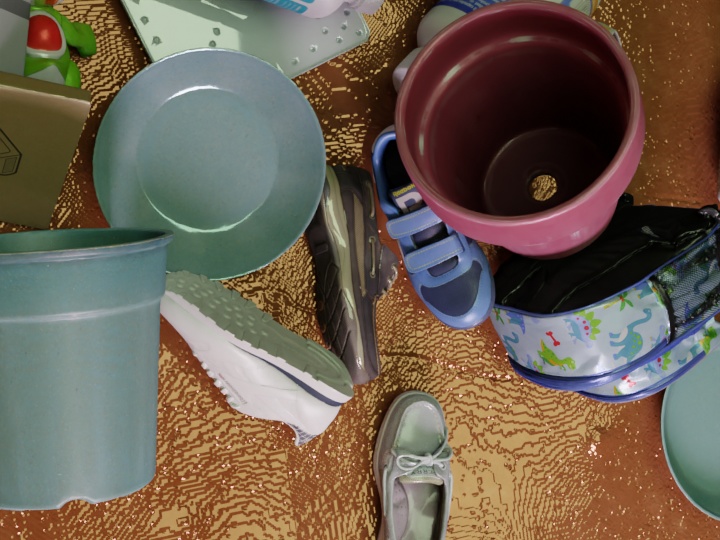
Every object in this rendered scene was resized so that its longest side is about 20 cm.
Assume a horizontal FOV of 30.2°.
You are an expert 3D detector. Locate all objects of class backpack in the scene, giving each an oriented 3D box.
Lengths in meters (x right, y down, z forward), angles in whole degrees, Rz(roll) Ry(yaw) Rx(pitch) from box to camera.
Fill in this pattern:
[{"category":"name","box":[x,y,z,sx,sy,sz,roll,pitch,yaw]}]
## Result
[{"category":"backpack","box":[0.227,0.035,1.225,0.199,0.183,0.148,-28,110,-22]}]

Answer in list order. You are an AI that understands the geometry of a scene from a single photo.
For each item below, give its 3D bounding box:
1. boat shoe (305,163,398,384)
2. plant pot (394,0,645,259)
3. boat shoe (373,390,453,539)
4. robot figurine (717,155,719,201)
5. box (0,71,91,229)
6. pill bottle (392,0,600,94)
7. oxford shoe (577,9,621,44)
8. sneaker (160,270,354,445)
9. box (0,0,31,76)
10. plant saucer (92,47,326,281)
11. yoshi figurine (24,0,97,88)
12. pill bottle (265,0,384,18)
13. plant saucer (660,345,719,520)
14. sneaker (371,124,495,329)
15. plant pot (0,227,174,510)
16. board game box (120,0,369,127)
[{"category":"boat shoe","box":[0.000,0.000,1.196,0.073,0.074,0.202,-10,92,-22]},{"category":"plant pot","box":[0.146,-0.099,1.129,0.198,0.179,0.202,-6,69,16]},{"category":"boat shoe","box":[0.051,0.212,1.210,0.074,0.065,0.204,10,84,-21]},{"category":"robot figurine","box":[0.422,-0.128,1.348,0.169,0.112,0.202,13,81,-59]},{"category":"box","box":[-0.324,-0.103,1.032,0.198,0.164,0.021,11,53,-21]},{"category":"pill bottle","box":[0.123,-0.221,1.235,0.200,0.112,0.112,-46,103,-17]},{"category":"oxford shoe","box":[0.232,-0.170,1.258,0.075,0.058,0.200,-54,144,-8]},{"category":"sneaker","box":[-0.103,0.078,1.150,0.199,0.077,0.081,36,114,-13]},{"category":"box","box":[-0.327,-0.249,1.046,0.041,0.155,0.202,13,80,-66]},{"category":"plant saucer","box":[-0.130,-0.093,1.149,0.199,0.039,0.203,-4,106,-12]},{"category":"yoshi figurine","box":[-0.278,-0.203,1.100,0.111,0.112,0.202,6,99,12]},{"category":"pill bottle","box":[-0.069,-0.284,1.135,0.199,0.111,0.112,17,81,-20]},{"category":"plant saucer","box":[0.381,0.155,1.360,0.198,0.036,0.202,1,87,-21]},{"category":"sneaker","box":[0.058,-0.041,1.193,0.074,0.082,0.201,-25,79,14]},{"category":"plant pot","box":[-0.240,0.072,1.045,0.199,0.200,0.198,-5,98,-22]},{"category":"board game box","box":[-0.117,-0.256,1.188,0.199,0.026,0.201,-29,98,-20]}]
